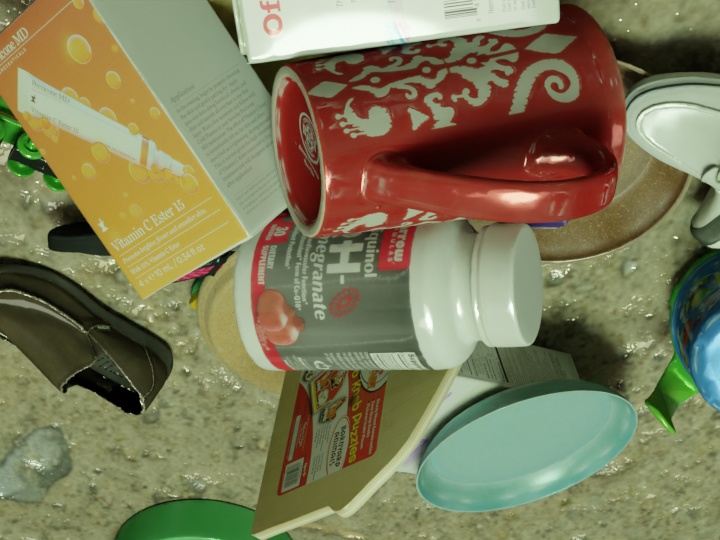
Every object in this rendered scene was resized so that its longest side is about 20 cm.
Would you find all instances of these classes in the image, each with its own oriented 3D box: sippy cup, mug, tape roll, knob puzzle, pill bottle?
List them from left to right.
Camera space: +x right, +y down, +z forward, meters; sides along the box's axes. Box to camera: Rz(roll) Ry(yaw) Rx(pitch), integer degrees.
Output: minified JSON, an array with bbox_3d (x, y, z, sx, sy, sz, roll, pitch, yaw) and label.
[{"bbox_3d":[-0.163,0.319,1.425,0.198,0.049,0.202,1,134,1],"label":"tape roll"},{"bbox_3d":[0.008,0.103,1.039,0.219,0.221,0.030,-34,123,30],"label":"knob puzzle"},{"bbox_3d":[0.021,0.013,0.944,0.198,0.111,0.111,-2,135,22],"label":"pill bottle"},{"bbox_3d":[0.058,-0.091,0.853,0.198,0.177,0.135,-10,94,-17],"label":"mug"},{"bbox_3d":[0.306,0.055,1.062,0.138,0.130,0.180,15,105,11],"label":"sippy cup"}]

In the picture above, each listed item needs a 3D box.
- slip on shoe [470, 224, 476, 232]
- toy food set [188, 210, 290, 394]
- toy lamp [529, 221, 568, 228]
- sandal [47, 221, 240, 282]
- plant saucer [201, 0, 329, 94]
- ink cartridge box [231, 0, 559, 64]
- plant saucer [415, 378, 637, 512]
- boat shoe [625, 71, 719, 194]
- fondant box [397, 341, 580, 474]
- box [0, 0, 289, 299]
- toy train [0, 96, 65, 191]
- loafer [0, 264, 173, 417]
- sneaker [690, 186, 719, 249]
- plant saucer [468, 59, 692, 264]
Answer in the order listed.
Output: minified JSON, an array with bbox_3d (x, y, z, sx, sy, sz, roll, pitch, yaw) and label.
[{"bbox_3d":[0.000,0.000,1.046,0.199,0.074,0.062,-26,89,27],"label":"slip on shoe"},{"bbox_3d":[-0.042,0.032,1.145,0.197,0.049,0.199,37,125,-28],"label":"toy food set"},{"bbox_3d":[0.063,-0.073,0.973,0.198,0.059,0.058,17,133,-22],"label":"toy lamp"},{"bbox_3d":[-0.152,-0.015,1.073,0.197,0.075,0.046,-1,101,21],"label":"sandal"},{"bbox_3d":[-0.026,-0.146,0.975,0.198,0.049,0.201,18,132,-13],"label":"plant saucer"},{"bbox_3d":[0.014,-0.218,0.835,0.197,0.088,0.147,-9,113,-3],"label":"ink cartridge box"},{"bbox_3d":[0.139,0.148,1.172,0.198,0.028,0.201,-12,145,-9],"label":"plant saucer"},{"bbox_3d":[0.274,-0.080,0.935,0.198,0.067,0.074,16,126,8],"label":"boat shoe"},{"bbox_3d":[0.076,0.116,1.175,0.198,0.059,0.144,15,135,-36],"label":"fondant box"},{"bbox_3d":[-0.141,-0.103,0.918,0.124,0.097,0.201,-27,101,41],"label":"box"},{"bbox_3d":[-0.229,-0.093,1.027,0.198,0.057,0.042,23,146,-20],"label":"toy train"},{"bbox_3d":[-0.249,0.062,1.165,0.199,0.072,0.073,28,129,-23],"label":"loafer"},{"bbox_3d":[0.294,-0.102,1.001,0.079,0.074,0.201,27,126,-3],"label":"sneaker"},{"bbox_3d":[0.151,-0.089,1.031,0.197,0.037,0.202,1,133,1],"label":"plant saucer"}]
